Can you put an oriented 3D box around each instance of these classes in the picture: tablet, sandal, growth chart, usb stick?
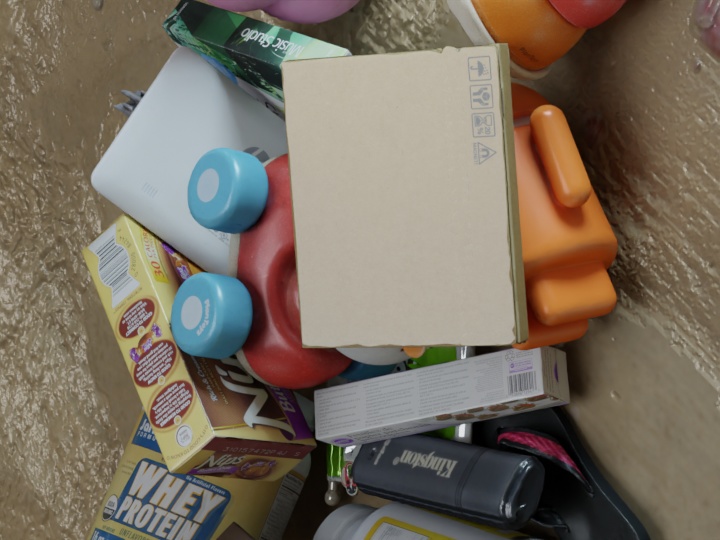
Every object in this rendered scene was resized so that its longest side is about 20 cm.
[{"bbox_3d":[-0.095,-0.063,1.694,0.130,0.200,0.014,-57,24,-11],"label":"tablet"},{"bbox_3d":[0.132,0.149,1.587,0.200,0.045,0.075,49,129,40],"label":"sandal"},{"bbox_3d":[0.028,0.104,1.713,0.200,0.018,0.145,-13,79,54],"label":"growth chart"},{"bbox_3d":[0.061,0.148,1.614,0.200,0.033,0.055,6,71,56],"label":"usb stick"}]

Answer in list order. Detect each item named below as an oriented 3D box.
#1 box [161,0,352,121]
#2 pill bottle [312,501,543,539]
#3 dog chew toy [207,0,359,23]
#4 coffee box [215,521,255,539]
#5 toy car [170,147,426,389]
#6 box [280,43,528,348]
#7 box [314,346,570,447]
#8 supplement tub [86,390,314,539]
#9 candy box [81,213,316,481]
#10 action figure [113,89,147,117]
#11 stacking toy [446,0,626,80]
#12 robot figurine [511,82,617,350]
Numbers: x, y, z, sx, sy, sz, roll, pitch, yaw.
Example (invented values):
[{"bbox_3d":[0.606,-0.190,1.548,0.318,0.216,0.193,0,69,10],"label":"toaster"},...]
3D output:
[{"bbox_3d":[-0.046,-0.134,1.699,0.200,0.144,0.036,21,71,45],"label":"box"},{"bbox_3d":[0.056,0.231,1.639,0.200,0.112,0.112,12,104,48],"label":"pill bottle"},{"bbox_3d":[-0.080,-0.247,1.671,0.125,0.200,0.125,8,101,48],"label":"dog chew toy"},{"bbox_3d":[-0.048,0.288,1.694,0.080,0.200,0.114,-47,54,-8],"label":"coffee box"},{"bbox_3d":[0.000,0.000,1.603,0.200,0.184,0.177,1,82,48],"label":"toy car"},{"bbox_3d":[0.028,-0.048,1.500,0.163,0.021,0.200,-2,96,26],"label":"box"},{"bbox_3d":[0.057,0.092,1.620,0.200,0.039,0.041,-15,68,32],"label":"box"},{"bbox_3d":[-0.125,0.179,1.773,0.145,0.145,0.200,12,76,47],"label":"supplement tub"},{"bbox_3d":[-0.122,0.059,1.672,0.056,0.117,0.200,-41,59,26],"label":"candy box"},{"bbox_3d":[-0.138,-0.074,1.794,0.130,0.069,0.200,45,152,42],"label":"action figure"},{"bbox_3d":[0.162,-0.223,1.486,0.200,0.146,0.146,-20,79,28],"label":"stacking toy"},{"bbox_3d":[0.103,-0.045,1.552,0.117,0.144,0.200,-24,72,3],"label":"robot figurine"}]
